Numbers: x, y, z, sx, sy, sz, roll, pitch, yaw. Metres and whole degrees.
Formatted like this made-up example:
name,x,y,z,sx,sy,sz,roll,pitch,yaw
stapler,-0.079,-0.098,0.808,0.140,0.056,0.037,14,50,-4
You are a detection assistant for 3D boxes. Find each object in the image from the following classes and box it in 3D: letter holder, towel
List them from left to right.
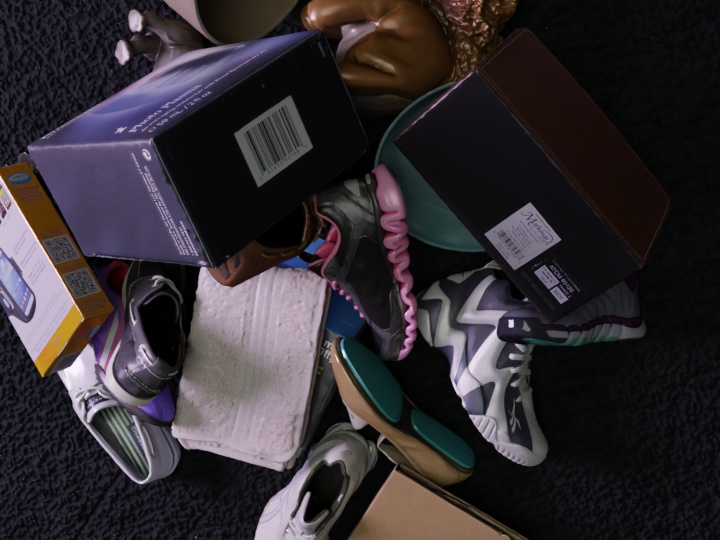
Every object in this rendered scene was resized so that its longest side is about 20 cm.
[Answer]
name,x,y,z,sx,sy,sz,roll,pitch,yaw
towel,-0.107,0.087,1.030,0.132,0.034,0.200,11,98,11
letter holder,0.149,-0.084,0.886,0.200,0.142,0.101,49,128,-5

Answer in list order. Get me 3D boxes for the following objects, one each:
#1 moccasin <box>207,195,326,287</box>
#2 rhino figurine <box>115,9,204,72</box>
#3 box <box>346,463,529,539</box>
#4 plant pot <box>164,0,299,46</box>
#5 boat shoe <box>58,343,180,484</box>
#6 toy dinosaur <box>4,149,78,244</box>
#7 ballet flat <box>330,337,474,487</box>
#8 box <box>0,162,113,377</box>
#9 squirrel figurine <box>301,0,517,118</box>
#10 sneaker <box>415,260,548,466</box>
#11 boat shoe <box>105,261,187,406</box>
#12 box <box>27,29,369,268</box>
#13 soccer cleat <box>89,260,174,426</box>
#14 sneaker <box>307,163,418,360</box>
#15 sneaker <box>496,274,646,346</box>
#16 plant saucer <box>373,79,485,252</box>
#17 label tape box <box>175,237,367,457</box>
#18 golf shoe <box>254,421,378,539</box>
name,x,y,z,sx,sy,sz,roll,pitch,yaw
moccasin,-0.072,-0.050,0.990,0.078,0.201,0.074,-32,89,29
rhino figurine,-0.177,-0.159,1.062,0.060,0.087,0.200,-11,95,40
box,0.056,0.308,1.064,0.163,0.021,0.200,31,111,0
plant pot,-0.163,-0.340,1.005,0.200,0.187,0.187,34,101,20
boat shoe,-0.261,0.134,1.114,0.074,0.067,0.200,-42,86,12
toy dinosaur,-0.287,-0.074,1.091,0.200,0.102,0.136,-30,104,-3
ballet flat,0.027,0.147,1.036,0.063,0.069,0.200,-37,109,27
box,-0.325,-0.010,1.049,0.119,0.041,0.200,-44,72,42
squirrel figurine,0.044,-0.248,0.999,0.200,0.142,0.187,0,85,-3
sneaker,0.152,0.078,1.018,0.130,0.079,0.199,-34,78,21
boat shoe,-0.193,0.038,1.037,0.072,0.200,0.068,28,126,-23
box,-0.140,-0.106,0.920,0.198,0.200,0.123,3,125,46
soccer cleat,-0.230,0.071,1.067,0.073,0.068,0.200,-47,52,10
sneaker,0.000,0.000,0.989,0.095,0.079,0.200,-12,118,-6
sneaker,0.188,0.022,0.961,0.074,0.200,0.088,-1,88,41
plant saucer,0.111,-0.103,0.990,0.200,0.036,0.200,-1,133,-1
label tape box,-0.079,0.063,1.072,0.144,0.063,0.200,26,100,7
golf shoe,-0.059,0.246,1.070,0.078,0.097,0.200,29,102,6
